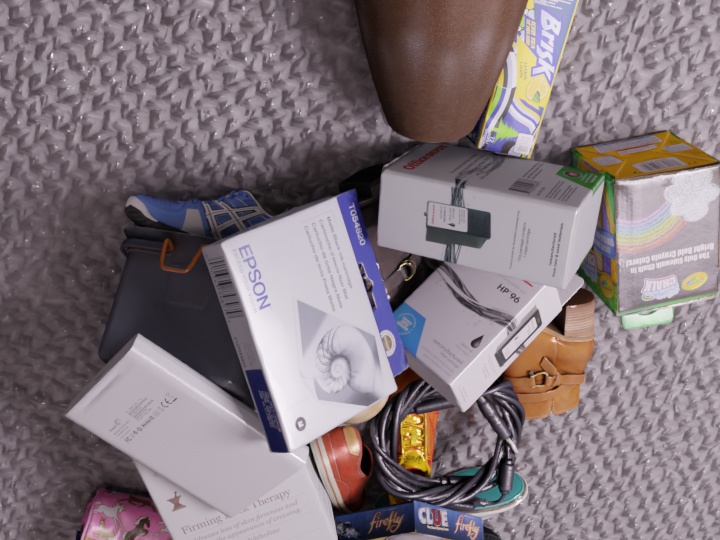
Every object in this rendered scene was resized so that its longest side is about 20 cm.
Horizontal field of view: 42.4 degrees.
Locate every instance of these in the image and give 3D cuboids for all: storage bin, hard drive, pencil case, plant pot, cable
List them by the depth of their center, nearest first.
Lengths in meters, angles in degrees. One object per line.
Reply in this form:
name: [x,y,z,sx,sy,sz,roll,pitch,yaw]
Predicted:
hard drive: [-0.165,0.154,0.884,0.199,0.026,0.132,37,125,-20]
plant pot: [0.075,-0.235,0.895,0.184,0.188,0.202,-4,128,-7]
storage bin: [-0.161,0.049,0.922,0.197,0.136,0.146,9,156,19]
cable: [0.102,0.190,1.052,0.198,0.051,0.165,16,97,-23]
pencil case: [-0.240,0.329,1.119,0.198,0.083,0.087,19,108,-17]

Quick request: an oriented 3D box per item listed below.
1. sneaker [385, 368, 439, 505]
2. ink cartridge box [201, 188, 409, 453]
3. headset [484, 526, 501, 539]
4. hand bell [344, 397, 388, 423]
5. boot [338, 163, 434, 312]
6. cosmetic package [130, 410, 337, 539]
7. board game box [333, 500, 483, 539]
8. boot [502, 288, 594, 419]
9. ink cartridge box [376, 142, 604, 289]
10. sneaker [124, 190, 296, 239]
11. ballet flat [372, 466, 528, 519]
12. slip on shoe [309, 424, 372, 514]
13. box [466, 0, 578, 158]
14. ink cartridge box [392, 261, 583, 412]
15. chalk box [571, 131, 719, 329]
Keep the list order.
sneaker: [0.066,0.196,1.108,0.072,0.077,0.203,-1,99,-8]
ink cartridge box: [-0.033,0.039,0.876,0.199,0.040,0.202,-26,101,-41]
headset: [0.103,0.408,1.225,0.198,0.094,0.125,-22,111,-16]
hand bell: [-0.049,0.119,0.943,0.103,0.200,0.106,0,90,22]
boot: [0.000,0.000,0.996,0.199,0.069,0.176,-34,116,-28]
cosmetic package: [-0.139,0.208,1.038,0.165,0.167,0.202,-20,113,0]
board game box: [0.025,0.309,1.081,0.198,0.035,0.135,-21,148,35]
boot: [0.181,0.102,1.104,0.197,0.077,0.157,-6,118,-14]
ink cartridge box: [0.131,-0.062,0.938,0.197,0.146,0.084,15,114,21]
sneaker: [-0.150,-0.051,0.989,0.197,0.076,0.078,15,89,-16]
ballet flat: [0.114,0.297,1.178,0.197,0.070,0.070,-11,114,1]
slip on shoe: [-0.012,0.233,1.080,0.060,0.075,0.201,-19,148,-2]
box: [0.166,-0.224,0.957,0.063,0.070,0.203,10,111,-14]
ink cartridge box: [0.133,0.036,1.000,0.200,0.116,0.068,-44,142,-12]
chalk box: [0.315,-0.034,1.033,0.122,0.124,0.203,-10,115,-6]
